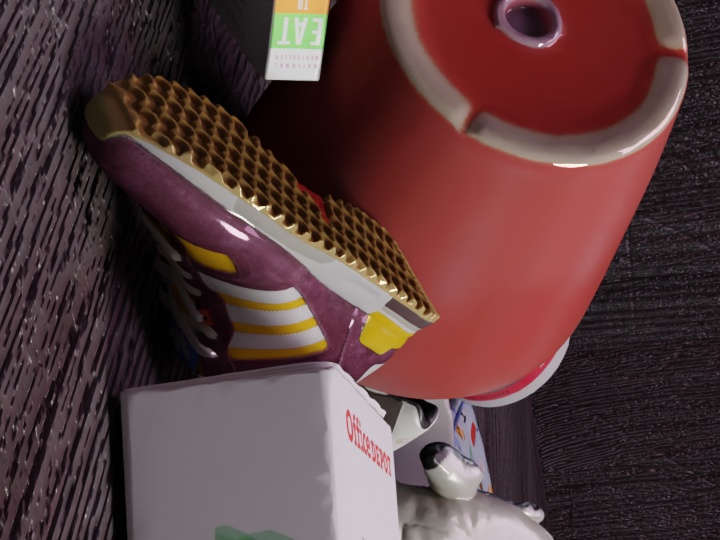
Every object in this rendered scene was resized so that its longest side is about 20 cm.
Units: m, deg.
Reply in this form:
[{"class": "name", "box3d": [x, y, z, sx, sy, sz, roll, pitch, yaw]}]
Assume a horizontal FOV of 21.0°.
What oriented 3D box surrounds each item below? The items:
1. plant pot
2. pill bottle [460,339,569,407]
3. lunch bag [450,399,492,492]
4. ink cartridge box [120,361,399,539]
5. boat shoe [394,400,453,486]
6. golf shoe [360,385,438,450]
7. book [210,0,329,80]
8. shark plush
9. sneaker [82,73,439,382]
[{"class": "plant pot", "box3d": [0.050, -0.066, 0.890, 0.177, 0.200, 0.201, 121, -29, -58]}, {"class": "pill bottle", "box3d": [0.060, 0.005, 1.343, 0.200, 0.111, 0.111, 47, 34, -49]}, {"class": "lunch bag", "box3d": [0.055, 0.171, 1.388, 0.200, 0.075, 0.161, -60, 137, -79]}, {"class": "ink cartridge box", "box3d": [-0.031, 0.147, 0.738, 0.145, 0.084, 0.200, 56, 29, -74]}, {"class": "boat shoe", "box3d": [0.014, 0.051, 1.243, 0.069, 0.072, 0.200, -75, 147, -64]}, {"class": "golf shoe", "box3d": [0.000, 0.000, 1.000, 0.078, 0.094, 0.200, 6, 75, -54]}, {"class": "book", "box3d": [-0.029, -0.198, 0.825, 0.134, 0.048, 0.200, -116, -150, -57]}, {"class": "shark plush", "box3d": [0.063, 0.140, 1.049, 0.083, 0.200, 0.091, -3, -99, 55]}, {"class": "sneaker", "box3d": [-0.052, 0.001, 0.761, 0.200, 0.090, 0.075, 35, 19, -46]}]
